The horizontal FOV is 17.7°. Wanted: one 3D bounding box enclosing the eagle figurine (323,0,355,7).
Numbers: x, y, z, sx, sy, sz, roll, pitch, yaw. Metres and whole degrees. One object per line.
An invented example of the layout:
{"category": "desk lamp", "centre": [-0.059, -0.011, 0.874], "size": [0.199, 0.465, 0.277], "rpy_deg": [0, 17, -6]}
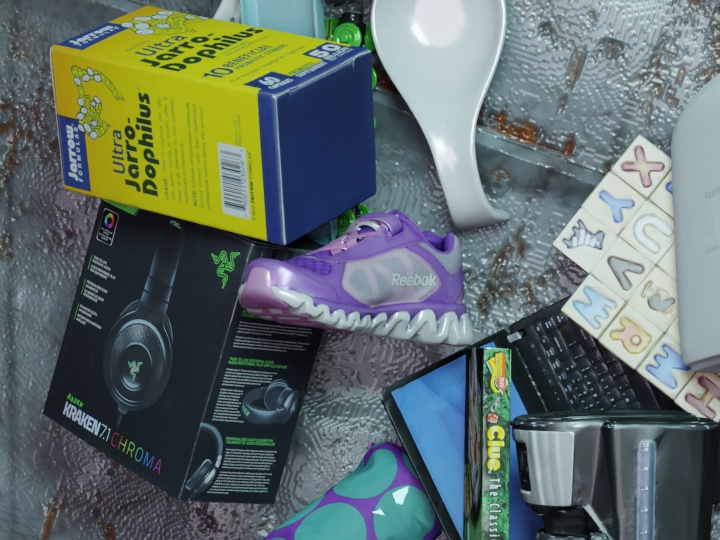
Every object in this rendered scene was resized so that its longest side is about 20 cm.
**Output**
{"category": "eagle figurine", "centre": [0.057, -0.271, 1.573], "size": [0.199, 0.152, 0.152], "rpy_deg": [-10, 90, 15]}

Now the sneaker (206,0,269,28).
{"category": "sneaker", "centre": [-0.072, -0.202, 1.663], "size": [0.077, 0.082, 0.201], "rpy_deg": [9, 119, -4]}

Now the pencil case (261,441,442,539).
{"category": "pencil case", "centre": [-0.036, 0.206, 1.630], "size": [0.200, 0.085, 0.092], "rpy_deg": [-35, 40, -19]}

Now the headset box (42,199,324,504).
{"category": "headset box", "centre": [-0.118, 0.041, 1.640], "size": [0.174, 0.093, 0.201], "rpy_deg": [26, 103, 44]}

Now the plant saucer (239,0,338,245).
{"category": "plant saucer", "centre": [-0.048, -0.118, 1.622], "size": [0.070, 0.019, 0.201], "rpy_deg": [13, 116, 36]}

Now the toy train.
{"category": "toy train", "centre": [-0.020, -0.087, 1.669], "size": [0.056, 0.042, 0.201], "rpy_deg": [4, 96, 25]}

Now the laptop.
{"category": "laptop", "centre": [0.149, 0.114, 1.605], "size": [0.199, 0.103, 0.178], "rpy_deg": [-27, 88, 24]}

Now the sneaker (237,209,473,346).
{"category": "sneaker", "centre": [0.000, 0.000, 1.562], "size": [0.080, 0.200, 0.089], "rpy_deg": [10, 91, 45]}

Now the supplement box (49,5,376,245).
{"category": "supplement box", "centre": [-0.101, -0.103, 1.584], "size": [0.199, 0.109, 0.110], "rpy_deg": [14, 119, 33]}

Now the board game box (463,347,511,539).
{"category": "board game box", "centre": [0.084, 0.152, 1.547], "size": [0.023, 0.105, 0.201], "rpy_deg": [1, 88, -6]}

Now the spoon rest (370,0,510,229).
{"category": "spoon rest", "centre": [0.065, -0.128, 1.631], "size": [0.099, 0.061, 0.201], "rpy_deg": [-11, 93, 15]}

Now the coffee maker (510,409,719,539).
{"category": "coffee maker", "centre": [0.190, 0.193, 1.547], "size": [0.191, 0.135, 0.201], "rpy_deg": [3, 89, -27]}

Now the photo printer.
{"category": "photo printer", "centre": [0.265, -0.041, 1.519], "size": [0.069, 0.166, 0.201], "rpy_deg": [2, 81, -18]}

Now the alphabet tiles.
{"category": "alphabet tiles", "centre": [0.241, 0.004, 1.598], "size": [0.200, 0.006, 0.167], "rpy_deg": [39, 85, 9]}
